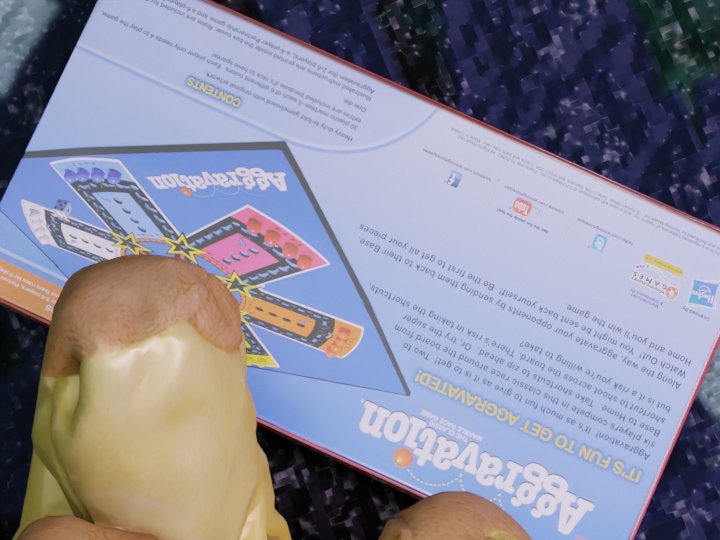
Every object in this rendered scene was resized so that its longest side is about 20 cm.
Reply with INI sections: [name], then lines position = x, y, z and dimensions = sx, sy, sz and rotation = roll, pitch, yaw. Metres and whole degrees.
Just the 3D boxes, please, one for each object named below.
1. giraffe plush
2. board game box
[giraffe plush]
position = -0.012, 0.105, 0.762
dimensions = 0.161, 0.173, 0.201
rotation = 10, 87, -5
[board game box]
position = 0.000, 0.000, 0.839
dimensions = 0.199, 0.019, 0.103
rotation = 25, 81, 6
